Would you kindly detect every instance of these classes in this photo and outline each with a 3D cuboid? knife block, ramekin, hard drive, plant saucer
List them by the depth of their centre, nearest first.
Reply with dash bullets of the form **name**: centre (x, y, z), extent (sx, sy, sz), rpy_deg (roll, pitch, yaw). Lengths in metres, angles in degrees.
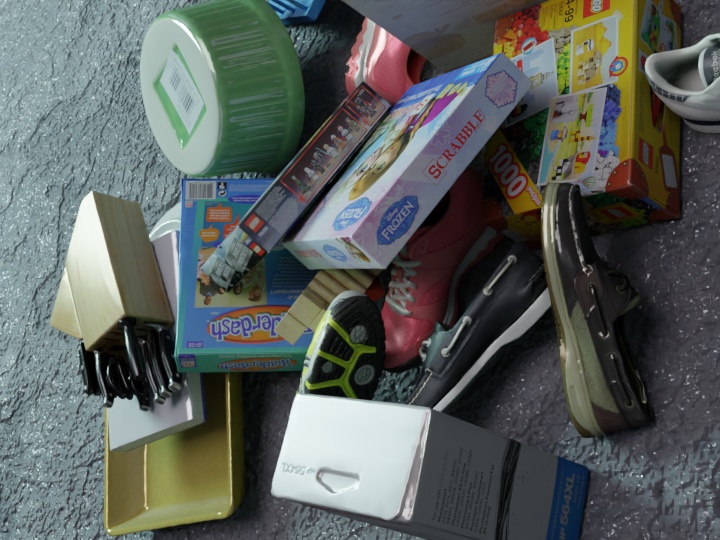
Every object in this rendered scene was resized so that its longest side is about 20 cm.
- **knife block**: centre (-0.230, 0.034, 1.249), extent (0.176, 0.064, 0.200), rpy_deg (15, 91, 43)
- **hard drive**: centre (-0.218, 0.074, 1.290), extent (0.132, 0.025, 0.200), rpy_deg (-23, 65, 37)
- **plant saucer**: centre (-0.186, 0.166, 1.291), extent (0.200, 0.048, 0.200), rpy_deg (-17, 68, 38)
- **ramekin**: centre (-0.156, -0.195, 1.348), extent (0.200, 0.098, 0.200), rpy_deg (27, 125, 47)

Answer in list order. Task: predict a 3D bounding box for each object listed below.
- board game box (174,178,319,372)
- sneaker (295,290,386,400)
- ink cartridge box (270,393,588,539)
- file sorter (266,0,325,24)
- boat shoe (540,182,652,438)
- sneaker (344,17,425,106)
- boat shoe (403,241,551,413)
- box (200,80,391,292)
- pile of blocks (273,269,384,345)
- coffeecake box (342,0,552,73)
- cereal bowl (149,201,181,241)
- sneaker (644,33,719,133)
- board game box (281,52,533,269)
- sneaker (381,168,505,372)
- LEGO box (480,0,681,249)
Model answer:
- **board game box**: centre (-0.105, 0.002, 1.242), extent (0.045, 0.152, 0.200), rpy_deg (97, 173, -61)
- **sneaker**: centre (-0.031, 0.102, 1.117), extent (0.076, 0.075, 0.200), rpy_deg (49, 135, 50)
- **ink cartridge box**: centre (0.056, 0.161, 0.952), extent (0.146, 0.200, 0.084), rpy_deg (0, 71, 45)
- **file sorter**: centre (-0.098, -0.363, 1.380), extent (0.139, 0.123, 0.200), rpy_deg (-64, 20, 0)
- **boat shoe**: centre (0.184, 0.027, 0.964), extent (0.066, 0.072, 0.201), rpy_deg (-9, 90, 22)
- **sneaker**: centre (0.046, -0.260, 1.267), extent (0.087, 0.074, 0.200), rpy_deg (9, 94, 34)
- **boat shoe**: centre (0.087, 0.062, 1.056), extent (0.060, 0.076, 0.200), rpy_deg (44, 96, 6)
- **box**: centre (-0.062, -0.078, 1.183), extent (0.200, 0.040, 0.137), rpy_deg (-52, 6, -26)
- **pile of blocks**: centre (0.000, 0.000, 1.175), extent (0.200, 0.062, 0.082), rpy_deg (-52, 1, -18)
- **coffeecake box**: centre (0.092, -0.262, 1.126), extent (0.153, 0.200, 0.073), rpy_deg (-16, 60, 39)
- **cereal bowl**: centre (-0.185, 0.001, 1.362), extent (0.200, 0.083, 0.200), rpy_deg (-23, 55, 36)
- **sneaker**: centre (0.314, -0.149, 0.938), extent (0.200, 0.080, 0.076), rpy_deg (-7, 64, 41)
- **board game box**: centre (0.033, -0.088, 1.071), extent (0.200, 0.041, 0.200), rpy_deg (-51, 15, -13)
- **sneaker**: centre (0.053, -0.007, 1.112), extent (0.074, 0.087, 0.200), rpy_deg (33, 95, 49)
- **LEGO box**: centre (0.188, -0.132, 1.057), extent (0.149, 0.077, 0.200), rpy_deg (-14, 61, 41)
